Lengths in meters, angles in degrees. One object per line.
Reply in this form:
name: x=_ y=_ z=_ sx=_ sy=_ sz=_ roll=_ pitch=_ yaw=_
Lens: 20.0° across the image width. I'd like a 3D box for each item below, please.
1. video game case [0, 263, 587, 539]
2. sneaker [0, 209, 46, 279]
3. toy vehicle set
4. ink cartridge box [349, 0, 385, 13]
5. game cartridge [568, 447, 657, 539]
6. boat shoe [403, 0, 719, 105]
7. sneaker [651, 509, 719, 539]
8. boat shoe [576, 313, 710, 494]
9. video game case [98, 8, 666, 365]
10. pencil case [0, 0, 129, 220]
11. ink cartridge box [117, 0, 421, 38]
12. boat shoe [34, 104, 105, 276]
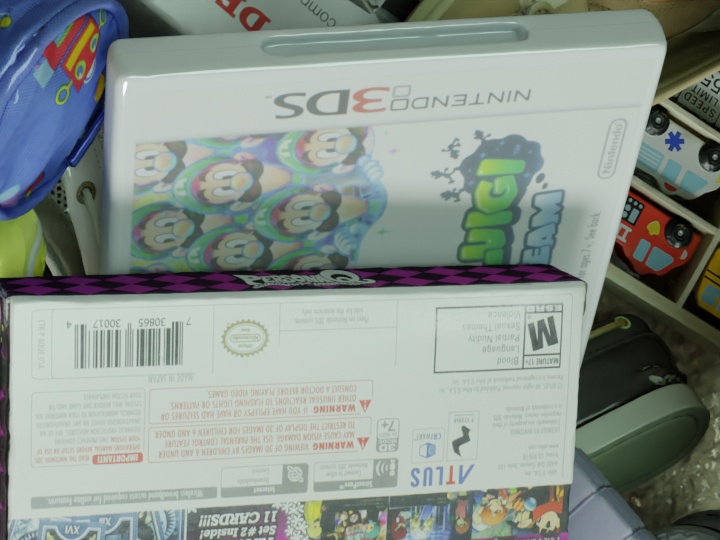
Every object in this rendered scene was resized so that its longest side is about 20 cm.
video game case: x=-0.025 y=0.091 z=0.679 sx=0.198 sy=0.036 sz=0.183 roll=-2 pitch=102 yaw=-20
sneaker: x=-0.205 y=-0.018 z=0.655 sx=0.198 sy=0.105 sz=0.076 roll=3 pitch=89 yaw=2
toy vehicle set: x=0.129 y=-0.051 z=0.844 sx=0.199 sy=0.026 sz=0.125 roll=31 pitch=84 yaw=-13
ink cartridge box: x=-0.037 y=-0.200 z=0.658 sx=0.199 sy=0.088 sz=0.146 roll=33 pitch=83 yaw=20
game cartridge: x=0.051 y=0.182 z=0.785 sx=0.200 sy=0.038 sz=0.130 roll=-44 pitch=70 yaw=12
boat shoe: x=0.087 y=-0.087 z=0.746 sx=0.199 sy=0.063 sz=0.074 roll=-30 pitch=138 yaw=-34
sneaker: x=0.139 y=0.189 z=0.851 sx=0.115 sy=0.075 sz=0.202 roll=-26 pitch=125 yaw=-63
boat shoe: x=0.040 y=0.078 z=0.828 sx=0.200 sy=0.061 sz=0.072 roll=-21 pitch=148 yaw=-12
video game case: x=0.000 y=0.000 z=0.703 sx=0.181 sy=0.024 sz=0.201 roll=-5 pitch=135 yaw=-15
pencil case: x=-0.165 y=-0.096 z=0.657 sx=0.199 sy=0.087 sz=0.078 roll=33 pitch=90 yaw=18
ink cartridge box: x=-0.004 y=-0.150 z=0.763 sx=0.147 sy=0.083 sz=0.201 roll=38 pitch=81 yaw=-24
boat shoe: x=-0.122 y=-0.060 z=0.717 sx=0.069 sy=0.071 sz=0.201 roll=-37 pitch=99 yaw=-27
